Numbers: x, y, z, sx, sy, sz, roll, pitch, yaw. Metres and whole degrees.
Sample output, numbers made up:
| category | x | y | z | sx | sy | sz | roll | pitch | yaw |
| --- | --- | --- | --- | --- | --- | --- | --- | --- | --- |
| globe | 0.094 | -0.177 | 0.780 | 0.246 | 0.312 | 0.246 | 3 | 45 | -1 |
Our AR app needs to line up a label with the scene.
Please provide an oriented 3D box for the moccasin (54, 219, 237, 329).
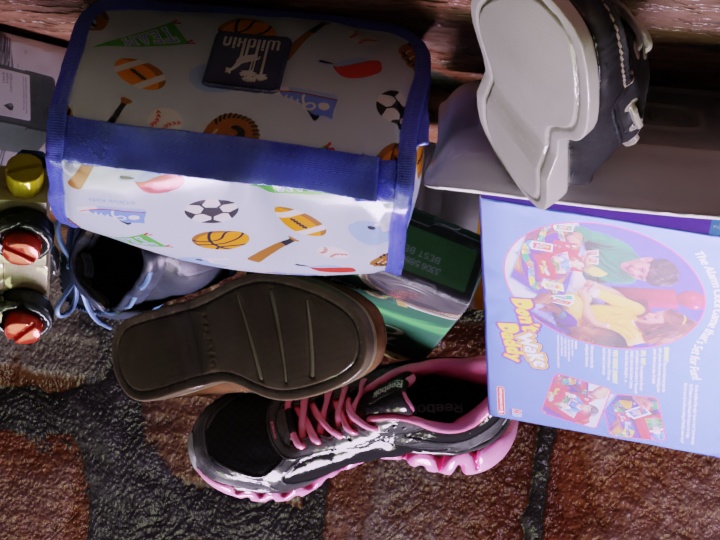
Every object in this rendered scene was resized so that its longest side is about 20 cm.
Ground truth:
| category | x | y | z | sx | sy | sz | roll | pitch | yaw |
| --- | --- | --- | --- | --- | --- | --- | --- | --- | --- |
| moccasin | -0.141 | -0.013 | 1.517 | 0.068 | 0.081 | 0.200 | -10 | 173 | -29 |

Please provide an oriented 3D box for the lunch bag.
| category | x | y | z | sx | sy | sz | roll | pitch | yaw |
| --- | --- | --- | --- | --- | --- | --- | --- | --- | --- |
| lunch bag | -0.052 | -0.060 | 1.205 | 0.169 | 0.124 | 0.200 | 7 | -176 | 2 |

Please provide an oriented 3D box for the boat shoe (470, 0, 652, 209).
| category | x | y | z | sx | sy | sz | roll | pitch | yaw |
| --- | --- | --- | --- | --- | --- | --- | --- | --- | --- |
| boat shoe | 0.089 | -0.083 | 1.067 | 0.060 | 0.074 | 0.200 | -34 | 163 | -9 |

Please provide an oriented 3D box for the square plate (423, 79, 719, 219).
| category | x | y | z | sx | sy | sz | roll | pitch | yaw |
| --- | --- | --- | --- | --- | --- | --- | --- | --- | --- |
| square plate | 0.133 | -0.062 | 1.247 | 0.197 | 0.029 | 0.200 | 6 | -165 | 3 |

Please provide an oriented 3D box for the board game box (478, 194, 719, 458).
| category | x | y | z | sx | sy | sz | roll | pitch | yaw |
| --- | --- | --- | --- | --- | --- | --- | --- | --- | --- |
| board game box | 0.134 | 0.016 | 1.367 | 0.134 | 0.045 | 0.200 | 10 | 145 | 11 |

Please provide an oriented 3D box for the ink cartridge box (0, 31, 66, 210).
| category | x | y | z | sx | sy | sz | roll | pitch | yaw |
| --- | --- | --- | --- | --- | --- | --- | --- | --- | --- |
| ink cartridge box | -0.236 | -0.085 | 1.381 | 0.146 | 0.084 | 0.200 | 3 | 175 | 36 |

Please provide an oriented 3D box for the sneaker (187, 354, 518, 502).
| category | x | y | z | sx | sy | sz | roll | pitch | yaw |
| --- | --- | --- | --- | --- | --- | --- | --- | --- | --- |
| sneaker | -0.001 | 0.082 | 1.505 | 0.199 | 0.079 | 0.095 | -9 | 163 | -9 |

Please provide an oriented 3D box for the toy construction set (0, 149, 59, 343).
| category | x | y | z | sx | sy | sz | roll | pitch | yaw |
| --- | --- | --- | --- | --- | --- | --- | --- | --- | --- |
| toy construction set | -0.206 | -0.024 | 1.213 | 0.131 | 0.092 | 0.200 | 4 | 158 | -4 |

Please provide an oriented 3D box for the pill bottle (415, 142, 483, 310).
| category | x | y | z | sx | sy | sz | roll | pitch | yaw |
| --- | --- | --- | --- | --- | --- | --- | --- | --- | --- |
| pill bottle | 0.110 | -0.028 | 1.549 | 0.199 | 0.113 | 0.113 | 7 | 177 | 9 |

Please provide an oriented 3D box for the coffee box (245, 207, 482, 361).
| category | x | y | z | sx | sy | sz | roll | pitch | yaw |
| --- | --- | --- | --- | --- | --- | --- | --- | --- | --- |
| coffee box | 0.000 | 0.000 | 1.466 | 0.123 | 0.044 | 0.200 | 22 | 167 | -3 |

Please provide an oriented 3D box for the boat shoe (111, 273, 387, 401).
| category | x | y | z | sx | sy | sz | roll | pitch | yaw |
| --- | --- | --- | --- | --- | --- | --- | --- | --- | --- |
| boat shoe | -0.052 | 0.035 | 1.472 | 0.200 | 0.072 | 0.068 | -3 | -176 | 43 |
